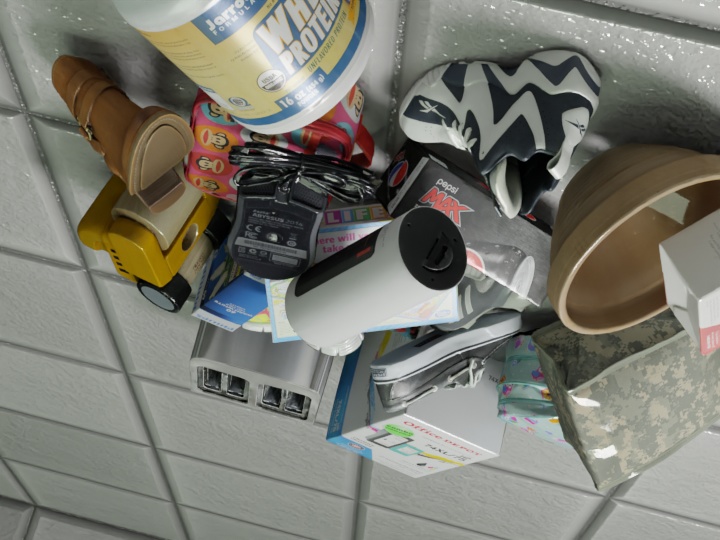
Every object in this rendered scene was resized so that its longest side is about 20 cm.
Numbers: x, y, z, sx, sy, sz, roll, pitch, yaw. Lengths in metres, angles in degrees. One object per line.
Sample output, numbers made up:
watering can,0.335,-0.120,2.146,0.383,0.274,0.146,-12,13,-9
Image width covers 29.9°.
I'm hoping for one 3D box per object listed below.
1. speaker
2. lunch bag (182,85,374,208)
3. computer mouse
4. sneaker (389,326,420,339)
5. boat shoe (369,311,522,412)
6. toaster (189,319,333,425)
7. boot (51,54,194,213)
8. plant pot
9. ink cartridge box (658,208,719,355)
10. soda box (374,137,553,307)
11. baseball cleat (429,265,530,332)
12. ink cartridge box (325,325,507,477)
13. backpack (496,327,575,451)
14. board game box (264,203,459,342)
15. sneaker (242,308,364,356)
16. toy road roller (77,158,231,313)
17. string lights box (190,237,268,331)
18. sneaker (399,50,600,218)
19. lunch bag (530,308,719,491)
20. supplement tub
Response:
speaker,0.012,0.009,1.263,0.081,0.082,0.199,27,150,-24
lunch bag,-0.073,-0.124,1.267,0.174,0.083,0.200,14,158,-6
computer mouse,-0.068,-0.060,1.252,0.137,0.053,0.201,14,148,-9
sneaker,0.025,0.020,1.510,0.094,0.080,0.201,14,156,8
boat shoe,0.104,0.104,1.527,0.073,0.198,0.069,2,111,57
toaster,-0.119,0.104,1.729,0.178,0.120,0.200,15,156,-1
boot,-0.224,-0.146,1.247,0.156,0.076,0.200,51,172,7
plant pot,0.238,-0.043,1.176,0.199,0.093,0.202,-21,146,-15
ink cartridge box,0.361,-0.023,1.157,0.198,0.068,0.117,-29,149,0
soda box,0.111,-0.045,1.300,0.199,0.071,0.063,29,-167,-27
baseball cleat,0.118,0.007,1.462,0.106,0.070,0.199,43,145,-19
ink cartridge box,0.077,0.154,1.680,0.145,0.148,0.200,25,154,-21
backpack,0.255,0.144,1.571,0.198,0.128,0.166,24,155,-24
board game box,0.000,0.000,1.380,0.197,0.034,0.136,-6,124,-2
sneaker,-0.087,0.028,1.606,0.198,0.079,0.091,15,141,19
toy road roller,-0.238,-0.058,1.456,0.145,0.124,0.201,24,157,15
string lights box,-0.119,-0.010,1.501,0.058,0.104,0.200,22,155,-19
sneaker,0.103,-0.103,1.134,0.197,0.131,0.079,-2,150,35
lunch bag,0.300,0.107,1.419,0.198,0.118,0.165,-26,127,-1
supplement tub,-0.096,-0.211,1.005,0.143,0.146,0.200,-4,150,37
